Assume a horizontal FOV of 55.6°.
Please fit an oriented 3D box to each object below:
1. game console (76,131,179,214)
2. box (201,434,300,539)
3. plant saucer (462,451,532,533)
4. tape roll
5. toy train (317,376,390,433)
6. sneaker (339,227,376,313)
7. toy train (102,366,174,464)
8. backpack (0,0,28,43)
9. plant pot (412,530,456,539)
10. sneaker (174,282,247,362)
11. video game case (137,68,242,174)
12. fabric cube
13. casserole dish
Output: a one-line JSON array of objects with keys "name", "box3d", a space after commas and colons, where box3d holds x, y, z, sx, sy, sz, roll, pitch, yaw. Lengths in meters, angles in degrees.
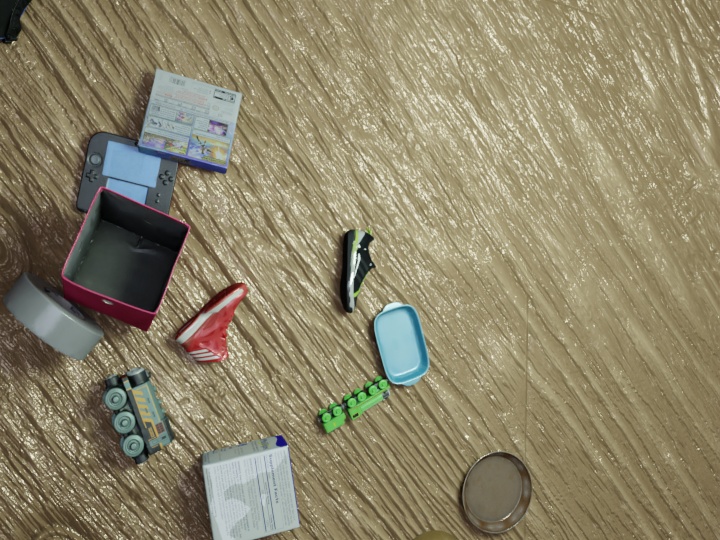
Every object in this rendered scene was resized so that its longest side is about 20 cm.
[{"name": "game console", "box3d": [-0.511, -0.198, 1.507, 0.194, 0.031, 0.182, 13, 87, -14]}, {"name": "box", "box3d": [-0.249, 0.494, 1.541, 0.194, 0.105, 0.190, -9, 92, -14]}, {"name": "plant saucer", "box3d": [0.344, 0.560, 1.738, 0.194, 0.034, 0.207, 0, 91, -16]}, {"name": "tape roll", "box3d": [-0.622, 0.093, 1.389, 0.199, 0.200, 0.067, 42, 80, -11]}, {"name": "toy train", "box3d": [-0.011, 0.322, 1.639, 0.196, 0.042, 0.058, -28, 107, -13]}, {"name": "sneaker", "box3d": [0.000, 0.000, 1.624, 0.080, 0.072, 0.207, 4, 89, -16]}, {"name": "toy train", "box3d": [-0.487, 0.314, 1.493, 0.112, 0.085, 0.205, -21, 94, -26]}, {"name": "backpack", "box3d": [-0.736, -0.599, 1.376, 0.153, 0.200, 0.192, 38, 78, 2]}, {"name": "plant pot", "box3d": [0.205, 0.748, 1.616, 0.181, 0.200, 0.193, 0, 91, -16]}, {"name": "sneaker", "box3d": [-0.312, 0.126, 1.549, 0.198, 0.078, 0.116, -38, 108, 0]}, {"name": "video game case", "box3d": [-0.377, -0.330, 1.519, 0.194, 0.045, 0.187, 13, 75, -14]}, {"name": "fabric cube", "box3d": [-0.483, -0.014, 1.403, 0.192, 0.199, 0.205, 23, 68, -16]}, {"name": "casserole dish", "box3d": [0.097, 0.178, 1.668, 0.118, 0.039, 0.206, -16, 95, -15]}]
